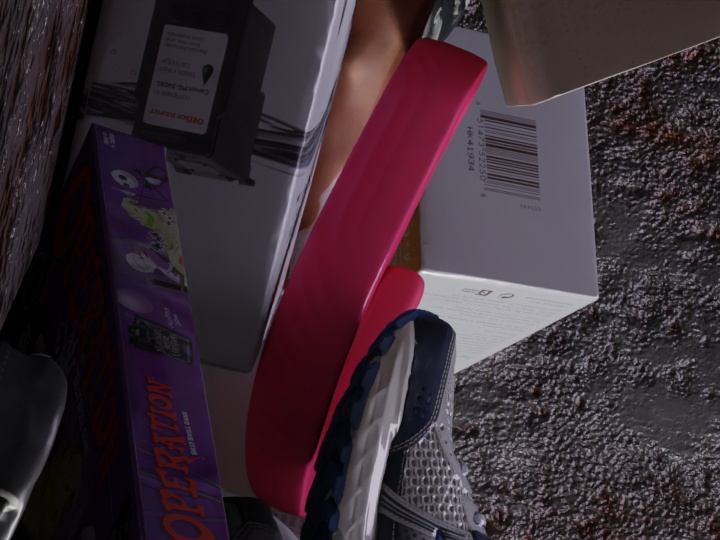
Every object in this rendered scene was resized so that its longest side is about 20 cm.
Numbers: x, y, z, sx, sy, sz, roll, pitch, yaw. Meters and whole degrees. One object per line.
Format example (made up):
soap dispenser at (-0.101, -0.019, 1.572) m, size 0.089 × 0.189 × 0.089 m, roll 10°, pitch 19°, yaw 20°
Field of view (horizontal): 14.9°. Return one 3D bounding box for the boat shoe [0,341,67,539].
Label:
boat shoe at (-0.100, 0.077, 0.627) m, size 0.200 × 0.057 × 0.069 m, roll 103°, pitch 0°, yaw -55°

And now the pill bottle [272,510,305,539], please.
pill bottle at (-0.043, 0.148, 1.062) m, size 0.113 × 0.200 × 0.113 m, roll 13°, pitch 90°, yaw -90°

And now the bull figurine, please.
bull figurine at (-0.032, -0.068, 1.121) m, size 0.065 × 0.121 × 0.200 m, roll 4°, pitch 123°, yaw -47°

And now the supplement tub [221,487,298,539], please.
supplement tub at (-0.090, 0.175, 0.908) m, size 0.123 × 0.122 × 0.200 m, roll -77°, pitch 180°, yaw -68°

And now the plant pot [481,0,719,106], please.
plant pot at (0.126, -0.182, 1.096) m, size 0.200 × 0.200 × 0.177 m, roll -83°, pitch 153°, yaw -87°

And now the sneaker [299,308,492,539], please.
sneaker at (0.022, 0.114, 0.941) m, size 0.077 × 0.085 × 0.200 m, roll 135°, pitch -37°, yaw -76°

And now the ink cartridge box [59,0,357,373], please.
ink cartridge box at (-0.049, -0.079, 0.995) m, size 0.145 × 0.083 × 0.200 m, roll -75°, pitch 178°, yaw -75°

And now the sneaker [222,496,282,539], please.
sneaker at (-0.079, 0.137, 0.791) m, size 0.200 × 0.075 × 0.079 m, roll -38°, pitch -146°, yaw 36°

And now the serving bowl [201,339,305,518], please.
serving bowl at (-0.062, 0.107, 1.176) m, size 0.066 × 0.200 × 0.200 m, roll -7°, pitch 117°, yaw -48°

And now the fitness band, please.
fitness band at (0.000, 0.000, 1.050) m, size 0.144 × 0.037 × 0.200 m, roll 102°, pitch 11°, yaw -52°

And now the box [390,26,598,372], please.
box at (0.014, -0.020, 1.304) m, size 0.200 × 0.097 × 0.125 m, roll -32°, pitch -125°, yaw 53°

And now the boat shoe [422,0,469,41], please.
boat shoe at (-0.026, -0.068, 1.197) m, size 0.200 × 0.076 × 0.060 m, roll -57°, pitch 179°, yaw 25°

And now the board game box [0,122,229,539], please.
board game box at (-0.076, 0.060, 0.721) m, size 0.120 × 0.032 × 0.200 m, roll -59°, pitch -158°, yaw 23°
